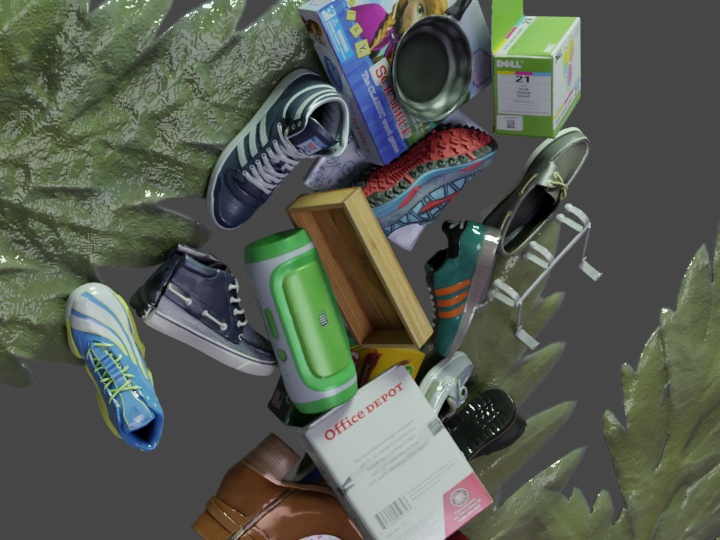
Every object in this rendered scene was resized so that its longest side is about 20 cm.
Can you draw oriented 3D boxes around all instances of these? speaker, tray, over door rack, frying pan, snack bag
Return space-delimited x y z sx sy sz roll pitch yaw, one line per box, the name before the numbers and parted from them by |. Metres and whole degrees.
speaker | -0.067 0.057 1.347 0.088 0.088 0.201 -22 101 -23
tray | 0.000 0.000 1.362 0.037 0.098 0.200 -47 119 -36
over door rack | 0.241 0.006 1.555 0.148 0.067 0.200 -46 154 -6
frying pan | 0.081 -0.259 1.294 0.115 0.031 0.191 -1 102 -37
snack bag | 0.048 -0.133 1.408 0.200 0.021 0.189 35 90 -39

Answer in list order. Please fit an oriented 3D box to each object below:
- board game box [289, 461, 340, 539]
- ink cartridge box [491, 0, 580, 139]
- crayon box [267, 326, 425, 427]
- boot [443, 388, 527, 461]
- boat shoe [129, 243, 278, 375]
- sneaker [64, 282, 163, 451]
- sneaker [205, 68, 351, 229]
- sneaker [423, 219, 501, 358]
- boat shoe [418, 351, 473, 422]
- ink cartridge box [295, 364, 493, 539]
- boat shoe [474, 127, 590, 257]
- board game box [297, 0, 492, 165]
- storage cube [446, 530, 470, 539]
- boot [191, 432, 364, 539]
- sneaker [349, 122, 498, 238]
board game box | -0.043 0.318 1.520 0.200 0.029 0.135 -38 103 -12
ink cartridge box | 0.204 -0.272 1.366 0.148 0.076 0.201 -52 143 -54
crayon box | -0.004 0.139 1.482 0.200 0.051 0.127 13 103 -37
boot | 0.139 0.247 1.616 0.200 0.078 0.138 -30 155 8
boat shoe | -0.152 0.045 1.325 0.200 0.075 0.093 28 102 -38
sneaker | -0.253 0.110 1.272 0.076 0.105 0.200 -28 124 -20
sneaker | -0.086 -0.120 1.271 0.070 0.108 0.200 33 92 -38
sneaker | 0.114 0.019 1.499 0.080 0.071 0.200 19 122 4
boat shoe | 0.094 0.188 1.524 0.202 0.065 0.075 -49 156 -35
ink cartridge box | 0.038 0.233 1.407 0.146 0.083 0.200 -33 89 -15
boat shoe | 0.230 -0.098 1.517 0.202 0.060 0.072 -47 128 -6
board game box | 0.051 -0.254 1.321 0.199 0.041 0.200 -40 124 -20
storage cube | 0.171 0.504 1.681 0.200 0.180 0.171 -52 128 -3
boot | -0.092 0.317 1.446 0.200 0.077 0.155 43 77 -7
sneaker | 0.073 -0.102 1.393 0.200 0.079 0.096 -27 141 -18
